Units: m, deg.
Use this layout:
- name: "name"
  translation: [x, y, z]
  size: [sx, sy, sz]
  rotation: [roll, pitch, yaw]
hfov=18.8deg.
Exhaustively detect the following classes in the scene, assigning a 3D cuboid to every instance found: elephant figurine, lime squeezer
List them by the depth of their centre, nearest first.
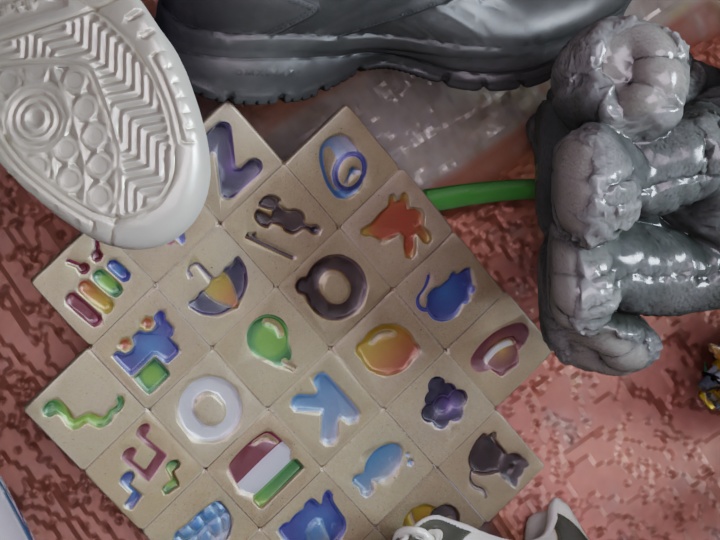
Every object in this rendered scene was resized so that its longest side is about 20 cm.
- name: "elephant figurine"
  translation: [0.166, -0.024, 0.790]
  size: [0.199, 0.142, 0.156]
  rotation: [0, 63, 0]
- name: "lime squeezer"
  translation: [0.000, 0.000, 0.852]
  size: [0.200, 0.038, 0.071]
  rotation: [-37, 92, -10]

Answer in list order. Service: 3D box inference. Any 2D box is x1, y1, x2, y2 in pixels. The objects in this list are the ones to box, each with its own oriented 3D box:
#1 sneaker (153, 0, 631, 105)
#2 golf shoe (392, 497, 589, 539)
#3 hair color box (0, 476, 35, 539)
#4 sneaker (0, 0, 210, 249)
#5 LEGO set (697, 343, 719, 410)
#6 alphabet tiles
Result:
- name: "sneaker"
  translation: [0.019, -0.117, 0.817]
  size: [0.199, 0.076, 0.091]
  rotation: [-9, 126, -23]
- name: "golf shoe"
  translation: [0.010, 0.142, 0.821]
  size: [0.199, 0.077, 0.088]
  rotation: [-5, 68, -28]
- name: "hair color box"
  translation: [-0.138, 0.157, 0.767]
  size: [0.100, 0.061, 0.200]
  rotation: [-27, 119, -10]
- name: "sneaker"
  translation: [-0.115, -0.085, 0.796]
  size: [0.077, 0.111, 0.200]
  rotation: [-45, 77, 4]
- name: "LEGO set"
  translation: [0.179, 0.105, 0.806]
  size: [0.116, 0.200, 0.154]
  rotation: [-40, 113, -7]
- name: "alphabet tiles"
  translation: [-0.024, 0.041, 0.832]
  size: [0.166, 0.006, 0.200]
  rotation: [-44, 110, -8]
